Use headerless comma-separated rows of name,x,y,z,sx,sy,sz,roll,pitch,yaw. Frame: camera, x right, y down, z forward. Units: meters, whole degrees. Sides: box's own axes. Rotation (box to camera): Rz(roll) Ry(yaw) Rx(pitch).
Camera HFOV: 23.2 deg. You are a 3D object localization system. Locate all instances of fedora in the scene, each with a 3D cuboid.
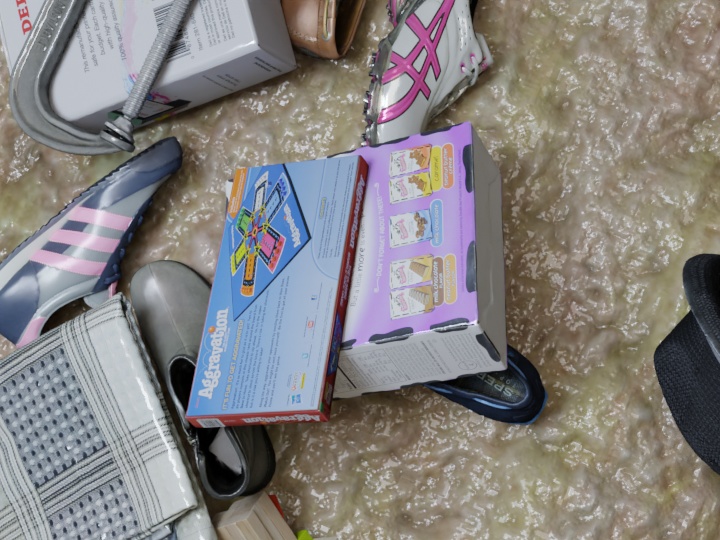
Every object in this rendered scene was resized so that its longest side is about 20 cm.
fedora,0.276,0.088,1.247,0.092,0.200,0.201,-44,78,27

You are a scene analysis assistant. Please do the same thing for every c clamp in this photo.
c clamp,-0.166,-0.166,1.268,0.170,0.027,0.201,33,96,18

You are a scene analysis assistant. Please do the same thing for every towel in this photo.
towel,-0.213,0.146,1.290,0.192,0.034,0.201,-28,79,22

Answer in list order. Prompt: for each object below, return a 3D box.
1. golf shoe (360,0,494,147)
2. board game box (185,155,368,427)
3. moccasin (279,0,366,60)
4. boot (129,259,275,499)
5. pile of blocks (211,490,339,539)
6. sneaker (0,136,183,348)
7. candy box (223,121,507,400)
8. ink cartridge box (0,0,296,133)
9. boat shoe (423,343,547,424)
golf shoe,0.054,-0.156,1.332,0.091,0.073,0.202,13,81,5
board game box,-0.056,0.013,1.218,0.102,0.019,0.202,-4,59,23
moccasin,-0.002,-0.260,1.346,0.077,0.074,0.203,17,81,33
boot,-0.118,0.072,1.278,0.067,0.131,0.201,-26,79,-1
pile of blocks,-0.026,0.232,1.288,0.200,0.082,0.062,39,42,1
sneaker,-0.200,-0.017,1.342,0.200,0.070,0.082,-40,96,0
candy box,0.000,0.000,1.258,0.198,0.072,0.169,-12,56,19
ink cartridge box,-0.167,-0.194,1.331,0.198,0.084,0.146,-18,78,16
boat shoe,0.050,0.044,1.298,0.199,0.069,0.085,22,84,12
